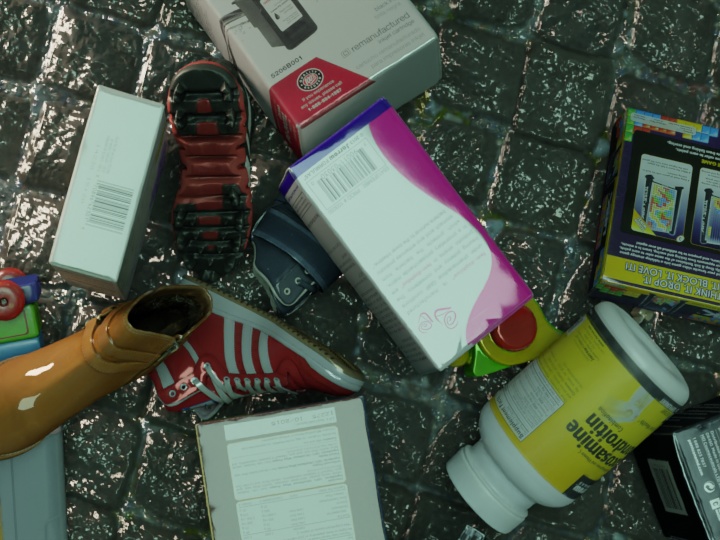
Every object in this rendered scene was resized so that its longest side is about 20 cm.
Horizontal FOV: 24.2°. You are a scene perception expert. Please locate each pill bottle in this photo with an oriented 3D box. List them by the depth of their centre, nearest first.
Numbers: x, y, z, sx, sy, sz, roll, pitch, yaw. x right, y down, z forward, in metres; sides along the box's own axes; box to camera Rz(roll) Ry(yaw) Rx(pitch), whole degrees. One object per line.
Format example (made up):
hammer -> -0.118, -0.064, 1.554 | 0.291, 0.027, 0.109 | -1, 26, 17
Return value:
pill bottle -> 0.172, 0.129, 1.425 | 0.200, 0.112, 0.112 | -43, 90, 12

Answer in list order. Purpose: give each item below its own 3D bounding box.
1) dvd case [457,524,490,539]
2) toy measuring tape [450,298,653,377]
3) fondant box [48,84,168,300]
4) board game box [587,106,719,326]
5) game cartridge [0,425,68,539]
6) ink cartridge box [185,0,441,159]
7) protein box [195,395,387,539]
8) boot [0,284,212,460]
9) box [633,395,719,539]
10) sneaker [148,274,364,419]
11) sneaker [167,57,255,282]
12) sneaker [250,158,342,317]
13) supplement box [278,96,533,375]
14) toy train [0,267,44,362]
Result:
dvd case -> 0.055, 0.309, 1.399 | 0.022, 0.146, 0.201 | 29, 84, 15
toy measuring tape -> 0.159, 0.039, 1.472 | 0.199, 0.074, 0.074 | -17, 87, -16
fondant box -> -0.203, -0.058, 1.377 | 0.058, 0.200, 0.145 | 15, 84, -5
board game box -> 0.311, -0.039, 1.480 | 0.199, 0.057, 0.166 | 13, 73, -4
game cartridge -> -0.347, 0.180, 1.405 | 0.199, 0.042, 0.134 | -2, 112, -5
ink cartridge box -> -0.045, -0.215, 1.434 | 0.145, 0.083, 0.200 | -34, 70, -8
protein box -> -0.052, 0.212, 1.368 | 0.134, 0.199, 0.201 | -9, 86, -5
boot -> -0.217, 0.078, 1.338 | 0.199, 0.155, 0.077 | -22, 85, -42
box -> 0.351, 0.152, 1.435 | 0.199, 0.148, 0.105 | -20, 87, -6
sneaker -> -0.095, 0.091, 1.413 | 0.199, 0.071, 0.113 | 25, 85, 31
sneaker -> -0.125, -0.092, 1.442 | 0.070, 0.098, 0.202 | 2, 115, 3
sneaker -> -0.001, 0.000, 1.448 | 0.202, 0.077, 0.147 | 35, 77, 3
supplement box -> 0.035, -0.024, 1.366 | 0.101, 0.103, 0.200 | -37, 89, -10
toy train -> -0.362, 0.073, 1.418 | 0.199, 0.085, 0.116 | -11, 99, -6
